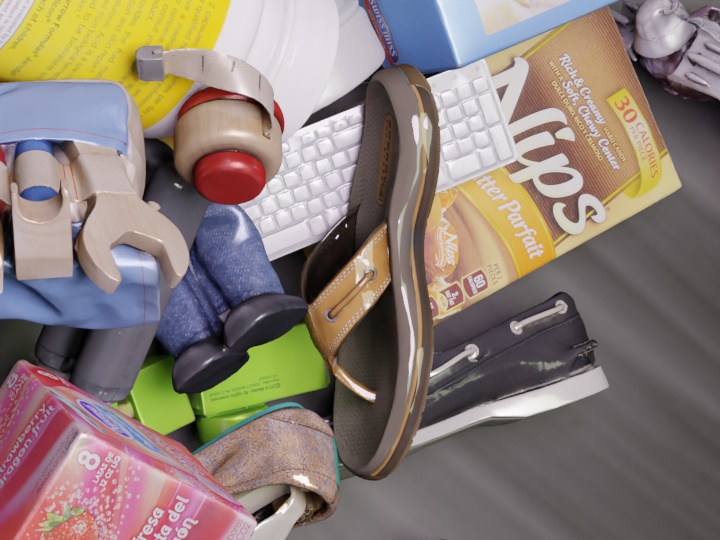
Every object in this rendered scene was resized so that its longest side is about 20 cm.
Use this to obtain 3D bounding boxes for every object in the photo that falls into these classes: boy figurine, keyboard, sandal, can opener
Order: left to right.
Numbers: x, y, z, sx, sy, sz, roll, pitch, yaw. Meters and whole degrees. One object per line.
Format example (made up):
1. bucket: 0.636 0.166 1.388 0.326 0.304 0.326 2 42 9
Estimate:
1. can opener: -0.133 0.035 1.150 0.067 0.053 0.200 4 114 -52
2. boy figurine: -0.103 -0.044 1.208 0.124 0.064 0.200 -36 78 16
3. keyboard: -0.022 -0.044 1.263 0.200 0.011 0.056 -22 100 -5
4. sandal: 0.000 0.000 1.229 0.055 0.082 0.200 1 101 -23

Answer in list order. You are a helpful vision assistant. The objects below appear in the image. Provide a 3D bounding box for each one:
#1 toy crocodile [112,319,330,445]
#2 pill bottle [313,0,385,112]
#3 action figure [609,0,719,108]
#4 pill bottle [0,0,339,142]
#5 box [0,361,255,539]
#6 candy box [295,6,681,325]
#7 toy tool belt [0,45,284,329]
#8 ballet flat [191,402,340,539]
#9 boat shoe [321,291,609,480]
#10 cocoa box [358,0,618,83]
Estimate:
1. toy crocodile: -0.102 0.061 1.258 0.200 0.062 0.068 -18 100 -31
2. pill bottle: -0.075 -0.168 1.234 0.113 0.113 0.200 -34 105 -23
3. action figure: 0.207 -0.098 1.386 0.069 0.130 0.200 -45 129 8
4. pill bottle: -0.111 -0.122 1.108 0.200 0.111 0.111 20 81 -32
5. box: -0.148 0.155 1.098 0.095 0.103 0.200 31 93 -28
6. candy box: 0.060 -0.053 1.338 0.200 0.055 0.115 -28 102 -23
7. toy tool belt: -0.129 -0.014 1.059 0.200 0.125 0.123 -2 57 -3
8. ballet flat: -0.097 0.133 1.205 0.200 0.067 0.068 -32 142 8
9. boat shoe: 0.032 0.063 1.316 0.200 0.074 0.060 -17 85 -17
10. cocoa box: 0.038 -0.210 1.282 0.133 0.131 0.200 -25 102 -25
